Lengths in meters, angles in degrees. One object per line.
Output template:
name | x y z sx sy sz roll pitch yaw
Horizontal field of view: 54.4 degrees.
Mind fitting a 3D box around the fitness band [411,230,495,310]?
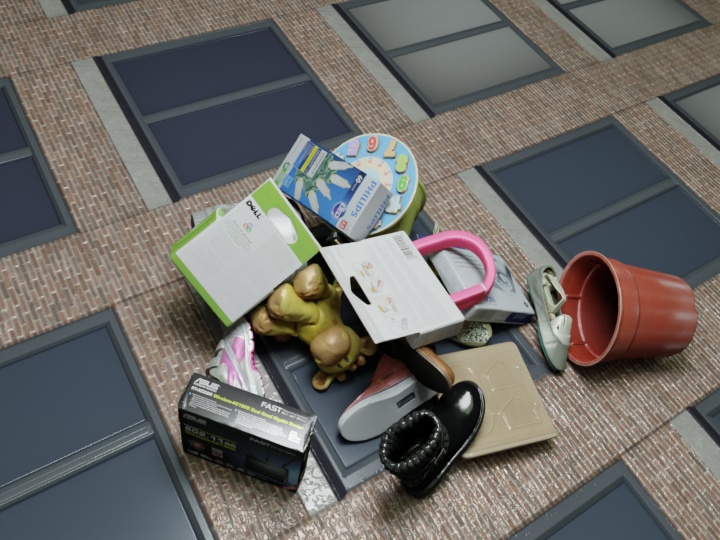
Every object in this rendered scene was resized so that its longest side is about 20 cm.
fitness band | 0.139 0.003 1.207 0.195 0.038 0.146 -17 58 -12

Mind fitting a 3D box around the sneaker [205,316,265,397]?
sneaker | -0.214 0.152 1.146 0.086 0.082 0.203 -8 52 -17

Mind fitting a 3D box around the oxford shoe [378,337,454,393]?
oxford shoe | 0.097 0.125 1.130 0.070 0.073 0.199 -25 34 -19

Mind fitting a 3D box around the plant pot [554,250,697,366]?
plant pot | 0.491 0.077 1.287 0.189 0.203 0.205 5 50 -17

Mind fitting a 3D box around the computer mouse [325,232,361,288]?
computer mouse | 0.000 0.000 1.213 0.057 0.200 0.035 -17 50 30

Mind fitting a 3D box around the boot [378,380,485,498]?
boot | 0.116 0.235 1.063 0.078 0.159 0.213 22 66 31

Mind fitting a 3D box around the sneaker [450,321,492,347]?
sneaker | 0.149 0.076 1.249 0.197 0.078 0.089 34 9 1

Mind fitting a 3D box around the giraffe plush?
giraffe plush | -0.066 0.106 1.188 0.198 0.172 0.164 -1 54 -57

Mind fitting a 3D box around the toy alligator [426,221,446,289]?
toy alligator | 0.154 -0.014 1.362 0.053 0.060 0.203 16 51 2

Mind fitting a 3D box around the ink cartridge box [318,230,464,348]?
ink cartridge box | 0.044 0.033 1.111 0.172 0.045 0.202 -12 52 -30

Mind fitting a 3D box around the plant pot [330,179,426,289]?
plant pot | 0.018 -0.072 1.314 0.194 0.202 0.189 11 62 -2

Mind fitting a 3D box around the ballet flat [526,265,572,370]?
ballet flat | 0.358 0.081 1.299 0.066 0.063 0.205 18 51 -37

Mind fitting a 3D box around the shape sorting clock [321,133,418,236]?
shape sorting clock | 0.007 -0.153 1.233 0.194 0.039 0.206 -7 70 19

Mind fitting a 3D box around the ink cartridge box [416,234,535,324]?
ink cartridge box | 0.218 0.007 1.315 0.196 0.041 0.203 7 45 -45

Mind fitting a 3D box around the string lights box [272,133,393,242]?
string lights box | -0.050 -0.140 1.199 0.198 0.059 0.104 34 91 31

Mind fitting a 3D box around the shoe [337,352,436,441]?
shoe | 0.039 0.202 1.172 0.196 0.073 0.091 -29 33 -12

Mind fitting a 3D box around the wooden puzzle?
wooden puzzle | 0.218 0.223 1.204 0.180 0.047 0.203 -7 50 -17

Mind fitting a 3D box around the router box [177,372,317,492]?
router box | -0.168 0.243 1.039 0.194 0.152 0.063 18 51 4

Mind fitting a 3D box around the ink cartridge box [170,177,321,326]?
ink cartridge box | -0.181 -0.035 1.120 0.198 0.149 0.076 -38 21 0

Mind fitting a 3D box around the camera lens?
camera lens | -0.194 -0.040 1.248 0.194 0.162 0.163 -9 54 -17
